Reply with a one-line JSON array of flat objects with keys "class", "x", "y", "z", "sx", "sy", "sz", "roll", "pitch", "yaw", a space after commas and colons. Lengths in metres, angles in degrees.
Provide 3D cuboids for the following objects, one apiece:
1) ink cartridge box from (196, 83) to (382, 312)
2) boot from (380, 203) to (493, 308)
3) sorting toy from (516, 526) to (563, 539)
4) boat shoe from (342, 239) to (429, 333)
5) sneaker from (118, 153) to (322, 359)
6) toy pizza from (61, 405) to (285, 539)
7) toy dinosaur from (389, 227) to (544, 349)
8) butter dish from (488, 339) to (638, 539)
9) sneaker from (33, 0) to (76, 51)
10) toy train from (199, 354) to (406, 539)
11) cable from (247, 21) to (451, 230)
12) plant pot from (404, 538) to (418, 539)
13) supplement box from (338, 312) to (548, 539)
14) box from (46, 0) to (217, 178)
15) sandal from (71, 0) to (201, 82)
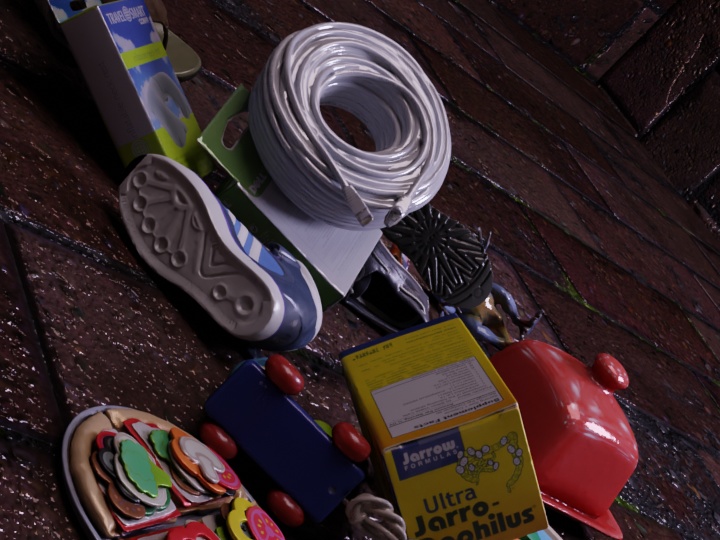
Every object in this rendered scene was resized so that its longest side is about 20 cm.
[{"class": "ink cartridge box", "x": -0.079, "y": -0.064, "z": 1.477, "sx": 0.200, "sy": 0.059, "sz": 0.104, "roll": 47, "pitch": 42, "yaw": -14}, {"class": "boot", "x": 0.048, "y": -0.046, "z": 1.623, "sx": 0.182, "sy": 0.073, "sz": 0.200, "roll": 49, "pitch": -6, "yaw": -11}, {"class": "sorting toy", "x": 0.116, "y": 0.224, "z": 1.404, "sx": 0.185, "sy": 0.036, "sz": 0.200, "roll": 47, "pitch": 18, "yaw": 4}, {"class": "boat shoe", "x": 0.000, "y": 0.000, "z": 1.584, "sx": 0.200, "sy": 0.073, "sz": 0.063, "roll": 40, "pitch": 13, "yaw": -30}, {"class": "sneaker", "x": -0.113, "y": -0.009, "z": 1.360, "sx": 0.200, "sy": 0.081, "sz": 0.146, "roll": 47, "pitch": 9, "yaw": 18}, {"class": "toy pizza", "x": -0.111, "y": 0.161, "z": 1.043, "sx": 0.200, "sy": 0.032, "sz": 0.200, "roll": 40, "pitch": 19, "yaw": -16}, {"class": "toy dinosaur", "x": 0.108, "y": 0.035, "z": 1.807, "sx": 0.181, "sy": 0.105, "sz": 0.200, "roll": 35, "pitch": -21, "yaw": 9}, {"class": "butter dish", "x": 0.209, "y": 0.144, "z": 1.601, "sx": 0.199, "sy": 0.148, "sz": 0.200, "roll": 29, "pitch": 22, "yaw": -39}, {"class": "sneaker", "x": -0.286, "y": -0.268, "z": 1.550, "sx": 0.200, "sy": 0.075, "sz": 0.081, "roll": 48, "pitch": 27, "yaw": 11}, {"class": "toy train", "x": -0.031, "y": 0.147, "z": 1.199, "sx": 0.200, "sy": 0.085, "sz": 0.116, "roll": 46, "pitch": 2, "yaw": -7}, {"class": "cable", "x": -0.007, "y": -0.134, "z": 1.474, "sx": 0.200, "sy": 0.069, "sz": 0.200, "roll": 48, "pitch": 48, "yaw": 3}, {"class": "plant pot", "x": 0.076, "y": 0.276, "z": 0.973, "sx": 0.196, "sy": 0.201, "sz": 0.200, "roll": 33, "pitch": 20, "yaw": -12}, {"class": "supplement box", "x": 0.062, "y": 0.131, "z": 1.254, "sx": 0.200, "sy": 0.108, "sz": 0.110, "roll": -118, "pitch": -170, "yaw": -69}, {"class": "box", "x": -0.203, "y": -0.165, "z": 1.427, "sx": 0.201, "sy": 0.047, "sz": 0.122, "roll": 66, "pitch": 16, "yaw": -9}, {"class": "sandal", "x": -0.228, "y": -0.257, "z": 1.502, "sx": 0.201, "sy": 0.057, "sz": 0.080, "roll": 48, "pitch": 40, "yaw": -7}]
